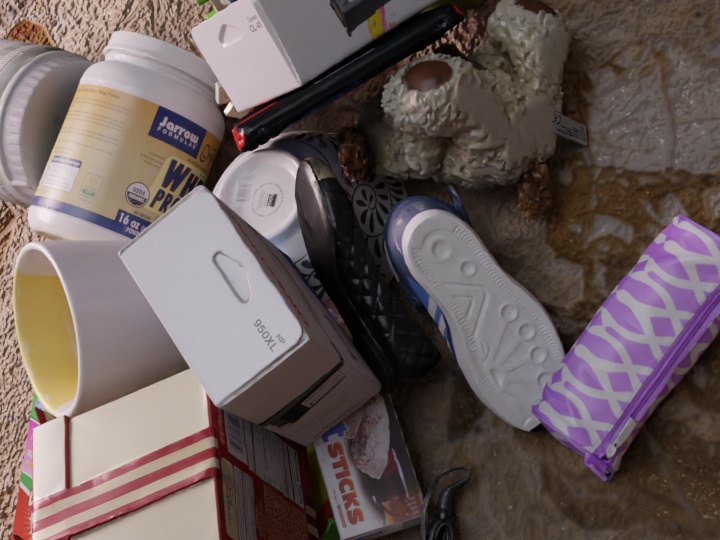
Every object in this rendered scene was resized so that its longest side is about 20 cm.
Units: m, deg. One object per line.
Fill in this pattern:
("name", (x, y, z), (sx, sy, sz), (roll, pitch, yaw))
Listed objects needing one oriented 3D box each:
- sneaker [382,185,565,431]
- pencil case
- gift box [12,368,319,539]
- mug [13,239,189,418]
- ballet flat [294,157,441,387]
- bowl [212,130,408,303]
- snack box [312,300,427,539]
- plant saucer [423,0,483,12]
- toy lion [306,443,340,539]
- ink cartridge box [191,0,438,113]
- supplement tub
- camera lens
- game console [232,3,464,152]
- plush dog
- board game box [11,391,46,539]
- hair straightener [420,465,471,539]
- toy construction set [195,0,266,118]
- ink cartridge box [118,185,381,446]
("sneaker", (0.089, 0.027, 1.111), (0.080, 0.146, 0.201), (-35, 101, -1))
("pencil case", (0.209, 0.056, 1.014), (0.201, 0.084, 0.086), (-56, 20, 4))
("gift box", (-0.156, 0.186, 1.050), (0.186, 0.200, 0.185), (-24, 48, 18))
("mug", (-0.210, 0.034, 1.199), (0.186, 0.152, 0.151), (22, 118, 53))
("ballet flat", (0.000, 0.000, 1.119), (0.201, 0.057, 0.066), (66, 155, 3))
("bowl", (-0.065, -0.048, 1.203), (0.199, 0.094, 0.202), (-10, 65, 21))
("snack box", (-0.008, 0.118, 1.122), (0.071, 0.024, 0.201), (-17, 64, -3))
("plant saucer", (0.020, -0.326, 1.291), (0.199, 0.048, 0.201), (-8, 69, 30))
("toy lion", (-0.086, 0.191, 1.169), (0.199, 0.069, 0.193), (9, 71, 34))
("ink cartridge box", (-0.020, -0.221, 1.138), (0.200, 0.086, 0.147), (-36, 12, -23))
("supplement tub", (-0.213, -0.108, 1.297), (0.144, 0.144, 0.201), (16, 82, 34))
("camera lens", (-0.353, -0.151, 1.389), (0.199, 0.160, 0.161), (13, 80, 34))
("game console", (-0.014, -0.153, 1.122), (0.199, 0.177, 0.031), (-31, 100, -2))
("plush dog", (0.074, -0.122, 1.143), (0.171, 0.161, 0.200), (6, 34, 45))
("board game box", (-0.257, 0.215, 1.219), (0.153, 0.040, 0.202), (5, 86, 55))
("hair straightener", (0.059, 0.245, 1.047), (0.041, 0.077, 0.201), (7, 73, 15))
("toy construction set", (-0.096, -0.217, 1.266), (0.092, 0.131, 0.201), (-20, 58, 6))
("ink cartridge box", (-0.078, 0.040, 1.034), (0.084, 0.200, 0.145), (-38, 69, 3))
